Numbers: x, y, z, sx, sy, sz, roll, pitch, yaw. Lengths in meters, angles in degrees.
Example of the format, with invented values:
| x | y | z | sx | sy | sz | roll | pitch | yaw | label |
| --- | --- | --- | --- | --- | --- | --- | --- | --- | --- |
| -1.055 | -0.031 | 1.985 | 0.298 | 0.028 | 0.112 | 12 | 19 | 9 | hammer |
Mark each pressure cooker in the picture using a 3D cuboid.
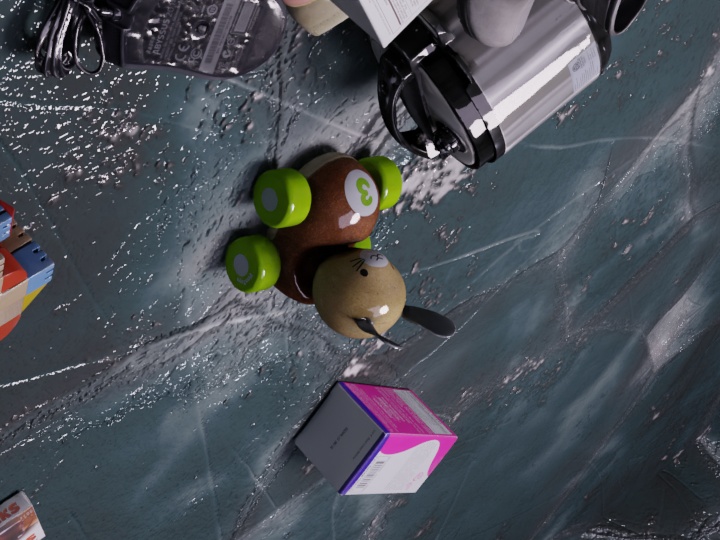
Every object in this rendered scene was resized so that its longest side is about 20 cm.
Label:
| x | y | z | sx | sy | sz | roll | pitch | yaw | label |
| --- | --- | --- | --- | --- | --- | --- | --- | --- | --- |
| 0.100 | -0.191 | 1.190 | 0.199 | 0.179 | 0.176 | -40 | 110 | -5 | pressure cooker |

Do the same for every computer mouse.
| x | y | z | sx | sy | sz | roll | pitch | yaw | label |
| --- | --- | --- | --- | --- | --- | --- | --- | --- | --- |
| -0.143 | -0.200 | 0.997 | 0.199 | 0.053 | 0.139 | 4 | 124 | -43 | computer mouse |

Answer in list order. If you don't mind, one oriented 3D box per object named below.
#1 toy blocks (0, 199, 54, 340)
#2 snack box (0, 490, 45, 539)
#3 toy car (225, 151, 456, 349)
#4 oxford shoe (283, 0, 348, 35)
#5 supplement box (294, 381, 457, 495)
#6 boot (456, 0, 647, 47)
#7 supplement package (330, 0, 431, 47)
| x | y | z | sx | sy | sz | roll | pitch | yaw | label |
| --- | --- | --- | --- | --- | --- | --- | --- | --- | --- |
| -0.297 | 0.017 | 1.018 | 0.136 | 0.100 | 0.201 | -36 | 164 | -35 | toy blocks |
| -0.407 | 0.297 | 1.317 | 0.199 | 0.024 | 0.072 | -34 | 152 | -22 | snack box |
| 0.000 | 0.000 | 1.291 | 0.163 | 0.200 | 0.159 | -12 | 138 | -46 | toy car |
| 0.023 | -0.263 | 1.077 | 0.199 | 0.071 | 0.074 | -29 | 143 | 7 | oxford shoe |
| 0.023 | 0.217 | 1.719 | 0.102 | 0.103 | 0.199 | -53 | 150 | 13 | supplement box |
| 0.142 | -0.207 | 0.963 | 0.070 | 0.132 | 0.201 | -36 | 156 | -22 | boot |
| 0.021 | -0.306 | 0.963 | 0.200 | 0.152 | 0.151 | -45 | 154 | -2 | supplement package |
